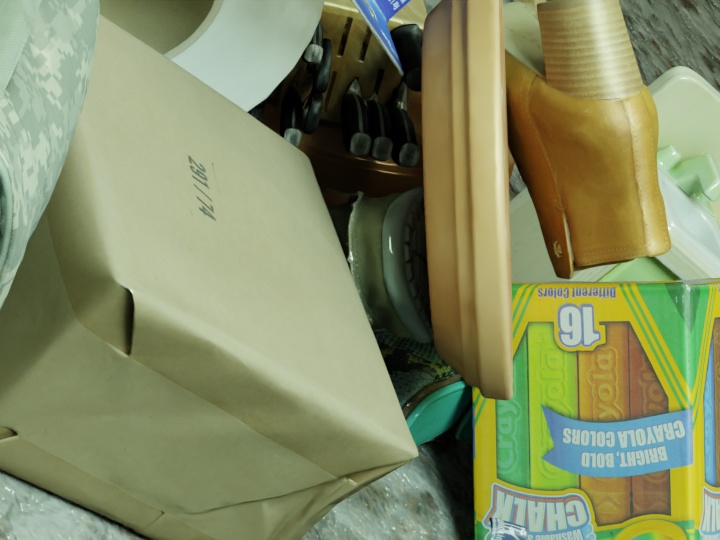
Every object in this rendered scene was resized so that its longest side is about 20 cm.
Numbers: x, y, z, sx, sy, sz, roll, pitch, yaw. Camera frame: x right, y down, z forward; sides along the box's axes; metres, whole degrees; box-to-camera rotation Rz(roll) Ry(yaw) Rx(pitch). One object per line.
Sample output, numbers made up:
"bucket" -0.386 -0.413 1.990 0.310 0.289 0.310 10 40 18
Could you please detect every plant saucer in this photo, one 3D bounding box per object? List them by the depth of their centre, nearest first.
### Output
"plant saucer" 0.050 -0.040 1.044 0.200 0.037 0.201 -1 90 -85
"plant saucer" -0.008 -0.094 1.253 0.200 0.032 0.200 14 24 -6

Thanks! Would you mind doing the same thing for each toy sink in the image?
"toy sink" 0.170 0.001 1.356 0.130 0.200 0.112 38 23 -31

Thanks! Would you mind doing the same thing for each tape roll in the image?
"tape roll" -0.116 -0.152 1.032 0.202 0.202 0.071 37 24 -32

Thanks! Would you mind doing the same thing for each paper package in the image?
"paper package" -0.090 0.004 0.957 0.190 0.103 0.200 31 27 -41

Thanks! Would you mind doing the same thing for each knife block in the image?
"knife block" 0.006 -0.113 1.185 0.175 0.064 0.200 32 27 31

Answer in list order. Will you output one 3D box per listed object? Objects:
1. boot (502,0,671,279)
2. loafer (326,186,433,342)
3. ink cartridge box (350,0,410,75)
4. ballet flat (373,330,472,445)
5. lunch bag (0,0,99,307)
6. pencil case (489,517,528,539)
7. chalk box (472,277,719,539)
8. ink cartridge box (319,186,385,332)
"boot" 0.091 -0.069 1.172 0.201 0.071 0.145 -170 -112 -67
"loafer" 0.000 0.000 1.108 0.200 0.069 0.076 96 -7 -86
"ink cartridge box" -0.009 -0.194 0.999 0.099 0.039 0.201 47 23 -71
"ballet flat" 0.040 0.055 1.196 0.074 0.074 0.200 56 18 15
"lunch bag" -0.170 -0.036 0.767 0.139 0.168 0.200 43 21 -18
"pencil case" 0.061 0.205 0.945 0.092 0.085 0.200 8 38 -18
"chalk box" 0.136 0.105 1.164 0.124 0.124 0.201 0 88 -62
"ink cartridge box" 0.008 -0.040 1.308 0.162 0.050 0.200 37 28 -31
